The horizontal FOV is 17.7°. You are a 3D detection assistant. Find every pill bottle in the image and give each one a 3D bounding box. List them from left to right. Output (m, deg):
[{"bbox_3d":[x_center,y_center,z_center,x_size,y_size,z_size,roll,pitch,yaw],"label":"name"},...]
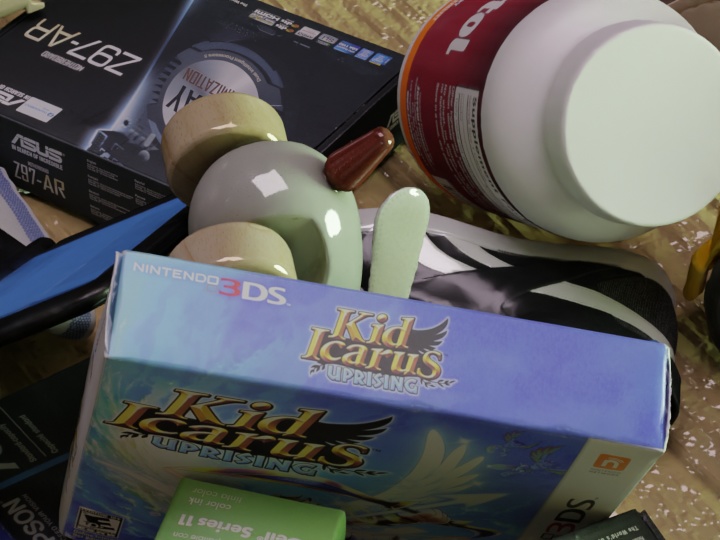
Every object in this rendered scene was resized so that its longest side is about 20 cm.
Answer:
[{"bbox_3d":[0.096,-0.074,1.058,0.112,0.114,0.200,-11,11,-15],"label":"pill bottle"}]

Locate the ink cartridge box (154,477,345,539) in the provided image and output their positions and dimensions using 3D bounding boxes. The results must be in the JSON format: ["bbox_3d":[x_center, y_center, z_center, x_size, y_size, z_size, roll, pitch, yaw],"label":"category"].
[{"bbox_3d":[-0.063,0.184,0.797,0.067,0.118,0.201,12,40,9],"label":"ink cartridge box"}]

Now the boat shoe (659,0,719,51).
[{"bbox_3d":[0.174,-0.108,1.151,0.199,0.072,0.059,-7,16,45],"label":"boat shoe"}]

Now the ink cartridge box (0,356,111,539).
[{"bbox_3d":[-0.111,0.086,0.978,0.199,0.039,0.099,-28,48,-29],"label":"ink cartridge box"}]

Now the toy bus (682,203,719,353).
[{"bbox_3d":[0.253,-0.023,1.002,0.135,0.193,0.200,-23,47,-29],"label":"toy bus"}]

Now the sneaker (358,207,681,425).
[{"bbox_3d":[0.044,0.035,1.016,0.198,0.074,0.112,3,38,-1],"label":"sneaker"}]

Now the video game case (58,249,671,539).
[{"bbox_3d":[-0.006,0.067,0.864,0.198,0.182,0.046,10,61,-8],"label":"video game case"}]

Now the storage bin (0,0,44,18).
[{"bbox_3d":[-0.301,-0.165,1.202,0.199,0.094,0.198,-26,30,-29],"label":"storage bin"}]

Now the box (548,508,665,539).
[{"bbox_3d":[0.068,0.175,0.768,0.199,0.044,0.161,-12,59,-44],"label":"box"}]

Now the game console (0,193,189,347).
[{"bbox_3d":[-0.164,-0.024,0.928,0.175,0.117,0.200,35,21,3],"label":"game console"}]

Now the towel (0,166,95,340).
[{"bbox_3d":[-0.224,-0.027,1.047,0.199,0.024,0.147,14,25,-42],"label":"towel"}]

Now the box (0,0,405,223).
[{"bbox_3d":[-0.094,-0.084,1.178,0.199,0.044,0.160,23,44,25],"label":"box"}]

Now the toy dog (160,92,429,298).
[{"bbox_3d":[0.000,0.000,0.904,0.096,0.200,0.133,-23,69,19],"label":"toy dog"}]
